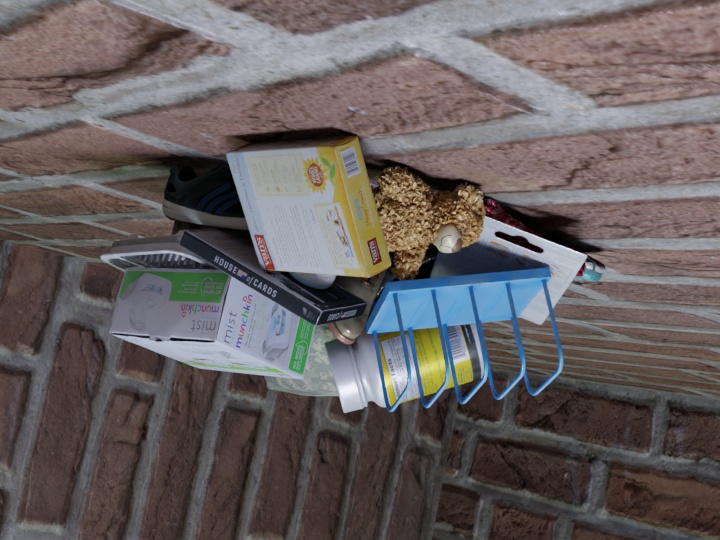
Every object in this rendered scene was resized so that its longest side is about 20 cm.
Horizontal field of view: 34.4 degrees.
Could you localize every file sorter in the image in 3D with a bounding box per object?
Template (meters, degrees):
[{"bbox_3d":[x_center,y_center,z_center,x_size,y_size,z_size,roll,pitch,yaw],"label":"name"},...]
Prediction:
[{"bbox_3d":[0.123,0.086,1.374,0.198,0.124,0.139,-4,158,-13],"label":"file sorter"}]

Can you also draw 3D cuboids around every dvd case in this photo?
[{"bbox_3d":[-0.102,0.004,1.403,0.199,0.025,0.150,29,-168,18],"label":"dvd case"}]

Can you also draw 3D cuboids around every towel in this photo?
[{"bbox_3d":[0.170,-0.042,1.435,0.199,0.023,0.144,29,165,-36],"label":"towel"}]

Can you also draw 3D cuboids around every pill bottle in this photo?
[{"bbox_3d":[0.059,0.111,1.517,0.198,0.116,0.114,-16,173,-2],"label":"pill bottle"}]

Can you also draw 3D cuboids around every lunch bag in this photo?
[{"bbox_3d":[-0.049,0.090,1.640,0.198,0.118,0.165,7,135,26],"label":"lunch bag"}]

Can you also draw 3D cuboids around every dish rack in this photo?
[{"bbox_3d":[-0.225,-0.008,1.522,0.171,0.044,0.199,29,160,-39],"label":"dish rack"}]

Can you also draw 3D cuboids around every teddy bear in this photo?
[{"bbox_3d":[0.041,-0.052,1.296,0.198,0.146,0.067,18,-151,-8],"label":"teddy bear"}]

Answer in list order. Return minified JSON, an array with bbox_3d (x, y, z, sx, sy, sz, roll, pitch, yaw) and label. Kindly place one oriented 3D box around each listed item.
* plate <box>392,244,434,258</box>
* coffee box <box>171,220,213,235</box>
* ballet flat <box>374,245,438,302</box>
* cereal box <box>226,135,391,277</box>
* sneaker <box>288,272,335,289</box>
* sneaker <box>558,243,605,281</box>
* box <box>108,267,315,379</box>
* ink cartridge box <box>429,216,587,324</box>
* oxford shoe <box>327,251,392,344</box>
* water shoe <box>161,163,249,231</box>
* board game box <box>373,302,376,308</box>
[{"bbox_3d":[0.093,-0.013,1.653,0.198,0.026,0.200,-5,170,-1],"label":"plate"},{"bbox_3d":[-0.152,-0.056,1.596,0.198,0.114,0.080,11,173,18],"label":"coffee box"},{"bbox_3d":[0.104,-0.003,1.550,0.198,0.057,0.067,-18,143,8],"label":"ballet flat"},{"bbox_3d":[-0.060,-0.069,1.261,0.039,0.145,0.199,-27,-160,-35],"label":"cereal box"},{"bbox_3d":[-0.025,-0.074,1.423,0.079,0.131,0.201,22,-152,-6],"label":"sneaker"},{"bbox_3d":[0.244,0.006,1.545,0.077,0.081,0.199,17,171,-35],"label":"sneaker"},{"bbox_3d":[-0.189,0.069,1.493,0.198,0.098,0.176,2,161,39],"label":"box"},{"bbox_3d":[0.180,-0.016,1.422,0.159,0.048,0.200,21,152,2],"label":"ink cartridge box"},{"bbox_3d":[0.000,0.000,1.498,0.070,0.202,0.074,32,138,-31],"label":"oxford shoe"},{"bbox_3d":[-0.165,-0.093,1.450,0.198,0.080,0.071,8,-174,25],"label":"water shoe"},{"bbox_3d":[-0.040,0.018,1.790,0.198,0.098,0.159,20,-171,13],"label":"board game box"}]
